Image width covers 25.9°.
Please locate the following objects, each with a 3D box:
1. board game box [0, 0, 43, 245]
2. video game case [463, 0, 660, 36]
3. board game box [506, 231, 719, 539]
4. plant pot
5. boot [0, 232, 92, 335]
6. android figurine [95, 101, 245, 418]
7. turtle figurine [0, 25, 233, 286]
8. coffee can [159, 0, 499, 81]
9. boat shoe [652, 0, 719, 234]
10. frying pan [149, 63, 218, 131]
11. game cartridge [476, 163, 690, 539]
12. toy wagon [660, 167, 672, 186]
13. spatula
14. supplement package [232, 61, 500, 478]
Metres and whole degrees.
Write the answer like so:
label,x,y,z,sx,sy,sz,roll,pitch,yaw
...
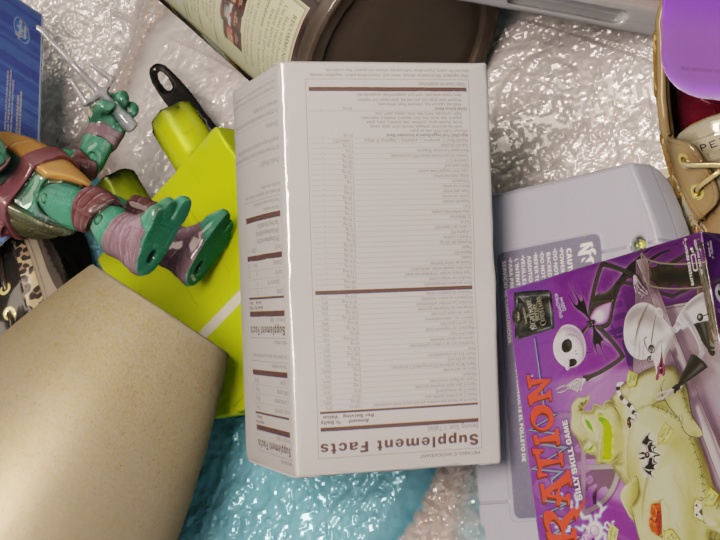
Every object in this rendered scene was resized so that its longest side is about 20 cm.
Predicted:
label,x,y,z,sx,sy,sz,roll,pitch,yaw
board game box,-0.288,-0.058,1.037,0.199,0.043,0.201,-39,39,26
video game case,0.077,-0.218,0.901,0.022,0.181,0.201,-54,48,36
board game box,0.131,0.094,0.723,0.120,0.032,0.202,-21,72,47
plant pot,-0.163,0.106,0.861,0.187,0.187,0.201,30,84,34
boot,-0.243,0.031,1.014,0.150,0.073,0.201,-35,59,11
android figurine,-0.081,0.003,0.927,0.182,0.041,0.201,-46,67,23
turtle figurine,-0.174,-0.062,0.884,0.199,0.149,0.101,32,113,18
coffee can,-0.033,-0.180,0.952,0.146,0.146,0.200,-47,55,1
boat shoe,0.182,-0.058,0.782,0.073,0.066,0.202,-22,58,18
frying pan,-0.087,-0.052,0.990,0.189,0.031,0.116,24,82,34
game cartridge,0.114,0.053,0.786,0.132,0.041,0.202,-12,78,47
toy wagon,0.171,0.006,0.824,0.198,0.040,0.156,9,72,31
spatula,0.176,-0.170,0.798,0.056,0.021,0.202,3,56,-1
supplement package,0.000,0.000,0.811,0.113,0.109,0.202,-1,89,-17
